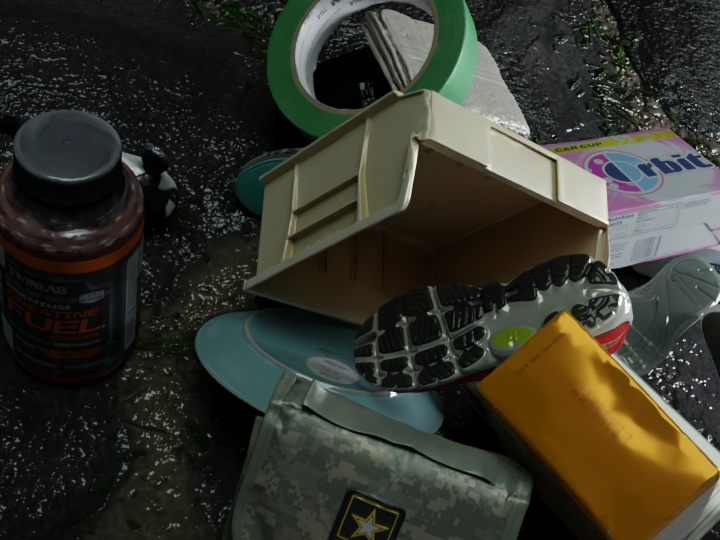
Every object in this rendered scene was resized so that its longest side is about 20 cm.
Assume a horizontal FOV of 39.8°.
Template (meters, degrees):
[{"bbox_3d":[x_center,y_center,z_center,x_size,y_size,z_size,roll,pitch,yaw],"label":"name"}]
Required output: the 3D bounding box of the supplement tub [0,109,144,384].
[{"bbox_3d":[-0.210,-0.016,0.718,0.105,0.202,0.108,7,47,-8],"label":"supplement tub"}]

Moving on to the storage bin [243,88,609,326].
[{"bbox_3d":[0.051,-0.028,0.740,0.198,0.197,0.095,19,62,-34],"label":"storage bin"}]

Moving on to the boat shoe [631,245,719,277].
[{"bbox_3d":[0.359,-0.020,0.980,0.196,0.072,0.069,9,48,2],"label":"boat shoe"}]

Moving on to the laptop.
[{"bbox_3d":[0.026,-0.127,1.016,0.197,0.117,0.189,-16,48,9],"label":"laptop"}]

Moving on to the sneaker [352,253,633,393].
[{"bbox_3d":[0.092,0.054,0.692,0.197,0.085,0.078,-12,56,19],"label":"sneaker"}]

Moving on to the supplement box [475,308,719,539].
[{"bbox_3d":[0.148,0.122,0.626,0.073,0.200,0.126,-40,64,-4],"label":"supplement box"}]

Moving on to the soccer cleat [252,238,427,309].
[{"bbox_3d":[0.000,0.000,0.861,0.198,0.068,0.082,-24,71,-32],"label":"soccer cleat"}]

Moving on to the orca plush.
[{"bbox_3d":[-0.208,-0.061,0.800,0.103,0.200,0.072,-11,73,7],"label":"orca plush"}]

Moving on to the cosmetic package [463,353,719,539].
[{"bbox_3d":[0.184,0.130,0.764,0.105,0.071,0.200,-41,65,-5],"label":"cosmetic package"}]

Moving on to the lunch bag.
[{"bbox_3d":[0.001,0.161,0.620,0.162,0.202,0.118,21,46,2],"label":"lunch bag"}]

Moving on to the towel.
[{"bbox_3d":[0.089,-0.198,1.031,0.198,0.034,0.134,5,54,-44],"label":"towel"}]

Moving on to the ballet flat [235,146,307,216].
[{"bbox_3d":[-0.020,-0.083,0.884,0.197,0.075,0.075,0,37,33],"label":"ballet flat"}]

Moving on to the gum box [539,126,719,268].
[{"bbox_3d":[0.228,-0.064,0.910,0.197,0.067,0.114,-11,40,-21],"label":"gum box"}]

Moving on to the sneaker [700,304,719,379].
[{"bbox_3d":[0.331,0.123,0.820,0.098,0.071,0.202,-20,71,-33],"label":"sneaker"}]

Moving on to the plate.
[{"bbox_3d":[-0.026,0.068,0.751,0.197,0.026,0.201,18,16,-5],"label":"plate"}]

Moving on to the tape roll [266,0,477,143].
[{"bbox_3d":[0.010,-0.204,0.935,0.197,0.048,0.204,-8,69,20],"label":"tape roll"}]

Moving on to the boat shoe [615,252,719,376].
[{"bbox_3d":[0.243,0.053,0.889,0.201,0.065,0.075,-32,75,-30],"label":"boat shoe"}]
